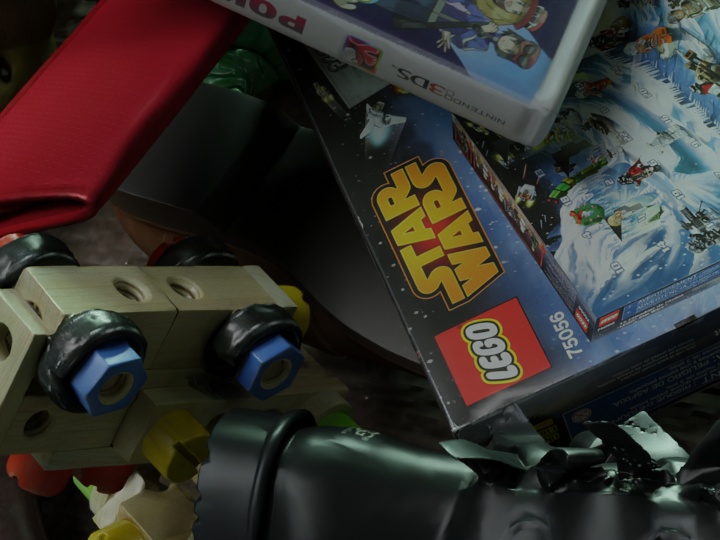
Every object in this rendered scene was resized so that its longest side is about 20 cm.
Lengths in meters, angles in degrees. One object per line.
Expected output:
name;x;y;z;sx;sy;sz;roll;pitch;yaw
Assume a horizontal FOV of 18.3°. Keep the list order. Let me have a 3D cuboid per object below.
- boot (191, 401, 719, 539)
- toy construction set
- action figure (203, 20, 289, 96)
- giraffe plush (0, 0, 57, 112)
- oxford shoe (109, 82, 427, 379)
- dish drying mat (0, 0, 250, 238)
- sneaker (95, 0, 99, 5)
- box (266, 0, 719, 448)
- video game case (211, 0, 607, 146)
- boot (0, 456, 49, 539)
boot;0.036;0.128;0.576;0.162;0.073;0.199;6;96;18
toy construction set;-0.074;0.058;0.636;0.092;0.200;0.131;37;115;19
action figure;-0.032;-0.140;0.833;0.055;0.118;0.201;-28;42;55
giraffe plush;-0.173;-0.111;0.887;0.172;0.200;0.162;-19;48;-5
oxford shoe;0.000;0.000;0.730;0.200;0.071;0.071;27;61;33
dish drying mat;-0.062;-0.076;0.685;0.077;0.018;0.200;-10;32;37
sneaker;-0.072;-0.124;0.893;0.095;0.079;0.201;-32;37;52
box;0.058;-0.046;0.676;0.137;0.040;0.200;-24;52;0
video game case;0.005;-0.149;0.678;0.023;0.182;0.200;112;-177;-56
boot;-0.188;0.117;0.795;0.200;0.072;0.167;-42;45;17
